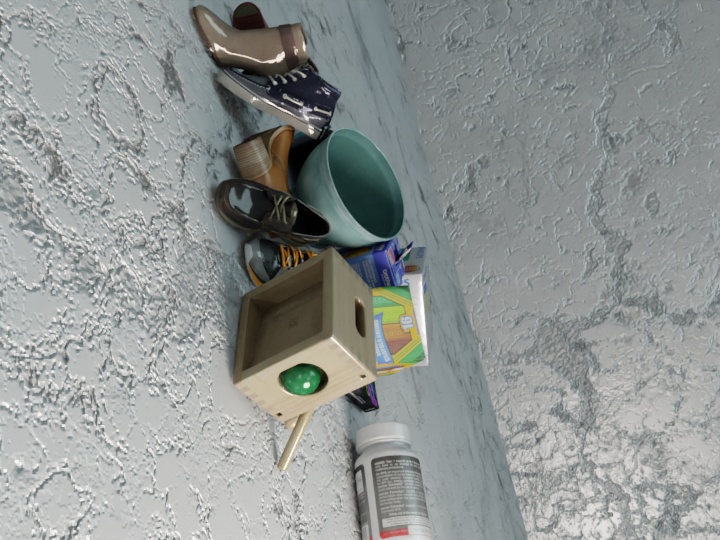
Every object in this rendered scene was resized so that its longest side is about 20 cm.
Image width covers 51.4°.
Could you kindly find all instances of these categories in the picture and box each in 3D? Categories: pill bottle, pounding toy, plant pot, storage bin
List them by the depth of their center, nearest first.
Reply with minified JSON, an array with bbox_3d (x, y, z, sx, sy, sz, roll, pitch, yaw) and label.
[{"bbox_3d":[-0.070,0.118,0.982,0.142,0.183,0.202,46,27,-36],"label":"pounding toy"},{"bbox_3d":[0.050,0.364,1.242,0.114,0.112,0.202,52,26,-55],"label":"pill bottle"},{"bbox_3d":[-0.036,-0.121,1.267,0.199,0.133,0.203,32,46,-40],"label":"plant pot"},{"bbox_3d":[-0.060,-0.164,1.409,0.134,0.144,0.202,-90,161,-77],"label":"storage bin"}]

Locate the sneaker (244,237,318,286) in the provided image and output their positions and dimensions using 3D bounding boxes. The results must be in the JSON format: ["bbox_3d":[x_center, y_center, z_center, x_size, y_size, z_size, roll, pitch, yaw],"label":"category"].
[{"bbox_3d":[-0.101,-0.007,1.136,0.199,0.076,0.079,24,52,-55],"label":"sneaker"}]

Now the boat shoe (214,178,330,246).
[{"bbox_3d":[-0.120,-0.089,1.086,0.199,0.073,0.076,16,73,-48],"label":"boat shoe"}]

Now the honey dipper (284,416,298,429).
[{"bbox_3d":[-0.061,0.129,1.064,0.202,0.038,0.038,-66,152,-13],"label":"honey dipper"}]

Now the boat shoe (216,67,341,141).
[{"bbox_3d":[-0.125,-0.296,1.204,0.198,0.093,0.075,25,16,-25],"label":"boat shoe"}]

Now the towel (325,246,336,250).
[{"bbox_3d":[-0.013,0.049,1.460,0.201,0.030,0.147,-110,173,-47],"label":"towel"}]

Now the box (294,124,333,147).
[{"bbox_3d":[-0.053,-0.204,1.518,0.201,0.049,0.082,59,31,-7],"label":"box"}]

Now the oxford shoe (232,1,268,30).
[{"bbox_3d":[-0.169,-0.380,1.354,0.075,0.070,0.203,4,70,-80],"label":"oxford shoe"}]

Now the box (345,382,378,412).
[{"bbox_3d":[-0.022,0.160,1.360,0.200,0.036,0.145,50,25,-54],"label":"box"}]

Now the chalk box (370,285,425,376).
[{"bbox_3d":[-0.021,0.104,1.169,0.198,0.124,0.127,-4,73,-30],"label":"chalk box"}]

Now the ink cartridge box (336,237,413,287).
[{"bbox_3d":[0.000,0.000,1.284,0.137,0.197,0.077,-60,136,-73],"label":"ink cartridge box"}]

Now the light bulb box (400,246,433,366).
[{"bbox_3d":[0.087,0.074,1.605,0.198,0.123,0.203,-66,151,-71],"label":"light bulb box"}]

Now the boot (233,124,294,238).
[{"bbox_3d":[-0.138,-0.146,1.213,0.200,0.073,0.157,-53,126,-62],"label":"boot"}]

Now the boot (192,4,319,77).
[{"bbox_3d":[-0.160,-0.365,1.209,0.201,0.144,0.071,57,21,-48],"label":"boot"}]
